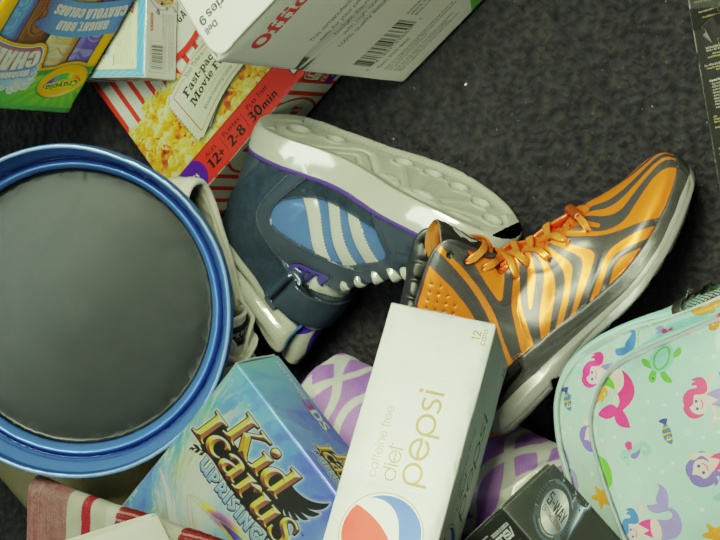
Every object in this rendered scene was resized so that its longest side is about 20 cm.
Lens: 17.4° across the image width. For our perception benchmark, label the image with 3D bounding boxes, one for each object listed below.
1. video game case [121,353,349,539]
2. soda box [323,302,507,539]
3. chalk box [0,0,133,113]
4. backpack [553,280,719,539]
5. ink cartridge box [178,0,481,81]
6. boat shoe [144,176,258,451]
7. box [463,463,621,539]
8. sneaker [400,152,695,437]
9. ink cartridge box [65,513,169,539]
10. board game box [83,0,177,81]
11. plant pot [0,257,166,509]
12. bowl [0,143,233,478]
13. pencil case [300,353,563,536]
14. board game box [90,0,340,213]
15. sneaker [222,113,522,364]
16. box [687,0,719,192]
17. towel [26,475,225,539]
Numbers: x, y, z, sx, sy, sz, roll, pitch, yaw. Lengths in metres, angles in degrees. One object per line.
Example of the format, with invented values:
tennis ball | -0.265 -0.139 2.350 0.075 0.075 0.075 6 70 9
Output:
video game case | -0.054 0.184 1.380 0.200 0.045 0.181 51 118 20
soda box | 0.024 0.125 1.281 0.063 0.068 0.201 11 70 14
chalk box | -0.233 -0.181 1.485 0.125 0.124 0.201 44 113 26
backpack | 0.205 0.095 1.298 0.199 0.150 0.179 -19 86 37
ink cartridge box | -0.003 -0.193 1.388 0.146 0.200 0.084 -43 68 25
boat shoe | -0.096 0.038 1.464 0.065 0.072 0.201 -9 95 37
box | 0.113 0.210 1.330 0.160 0.043 0.200 48 153 7
sneaker | 0.099 -0.008 1.357 0.112 0.078 0.200 40 91 -12
ink cartridge box | -0.191 0.259 1.344 0.200 0.144 0.148 -38 75 38
board game box | -0.181 -0.225 1.546 0.134 0.034 0.202 3 92 33
plant pot | -0.173 0.094 1.533 0.187 0.187 0.201 -24 90 31
bowl | -0.174 0.023 1.417 0.199 0.039 0.202 0 96 4
pencil case | 0.045 0.120 1.435 0.199 0.084 0.086 22 126 31
board game box | -0.112 -0.161 1.550 0.152 0.046 0.200 -48 67 24
sneaker | 0.000 0.000 1.472 0.199 0.080 0.147 24 114 25
box | 0.285 -0.121 1.294 0.199 0.050 0.159 -13 84 32
towel | -0.125 0.213 1.390 0.199 0.023 0.145 13 107 38
